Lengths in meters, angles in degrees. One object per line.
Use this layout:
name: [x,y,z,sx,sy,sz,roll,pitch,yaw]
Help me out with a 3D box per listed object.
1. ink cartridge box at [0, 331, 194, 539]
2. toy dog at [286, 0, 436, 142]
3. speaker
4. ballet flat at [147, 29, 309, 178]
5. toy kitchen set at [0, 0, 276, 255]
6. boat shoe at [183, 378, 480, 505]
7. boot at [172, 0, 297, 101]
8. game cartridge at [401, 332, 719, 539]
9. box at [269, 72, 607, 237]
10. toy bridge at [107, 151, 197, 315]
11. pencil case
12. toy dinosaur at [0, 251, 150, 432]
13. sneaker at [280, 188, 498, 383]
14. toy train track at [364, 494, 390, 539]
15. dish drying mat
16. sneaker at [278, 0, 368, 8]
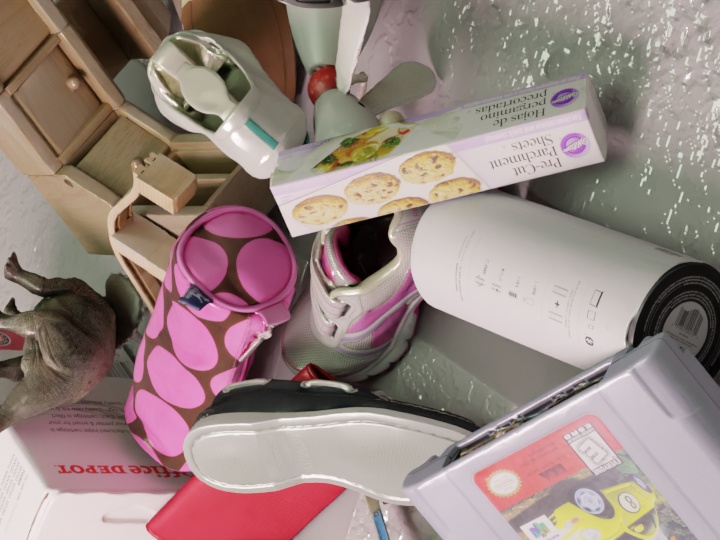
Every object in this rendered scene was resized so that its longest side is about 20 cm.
ink cartridge box: [-0.208,0.123,1.868,0.200,0.144,0.085,50,125,42]
toy dog: [0.005,-0.151,1.674,0.096,0.132,0.201,-23,73,14]
speaker: [0.116,0.009,1.525,0.199,0.081,0.082,21,103,50]
ballet flat: [-0.095,-0.117,1.685,0.200,0.069,0.070,41,117,56]
toy kitchen set: [-0.147,-0.138,1.821,0.180,0.200,0.163,2,46,51]
boat shoe: [-0.010,0.097,1.651,0.198,0.060,0.076,5,127,17]
boot: [-0.106,-0.213,1.828,0.201,0.070,0.146,63,180,-20]
game cartridge: [0.131,0.126,1.467,0.200,0.133,0.041,-33,17,38]
box: [0.045,-0.067,1.571,0.198,0.042,0.039,-13,36,17]
toy bridge: [-0.135,-0.013,1.786,0.067,0.027,0.201,32,153,19]
pencil case: [-0.098,0.052,1.751,0.094,0.090,0.201,46,146,19]
toy dinosaur: [-0.203,0.047,1.817,0.200,0.101,0.077,-65,-11,-60]
sneaker: [0.000,0.000,1.666,0.200,0.088,0.082,-47,52,38]
toy train track: [0.037,0.197,1.632,0.115,0.032,0.201,76,176,-50]
dish drying mat: [-0.059,0.137,1.750,0.200,0.077,0.018,-45,12,39]
sneaker: [0.001,-0.222,1.632,0.092,0.200,0.076,5,129,52]
